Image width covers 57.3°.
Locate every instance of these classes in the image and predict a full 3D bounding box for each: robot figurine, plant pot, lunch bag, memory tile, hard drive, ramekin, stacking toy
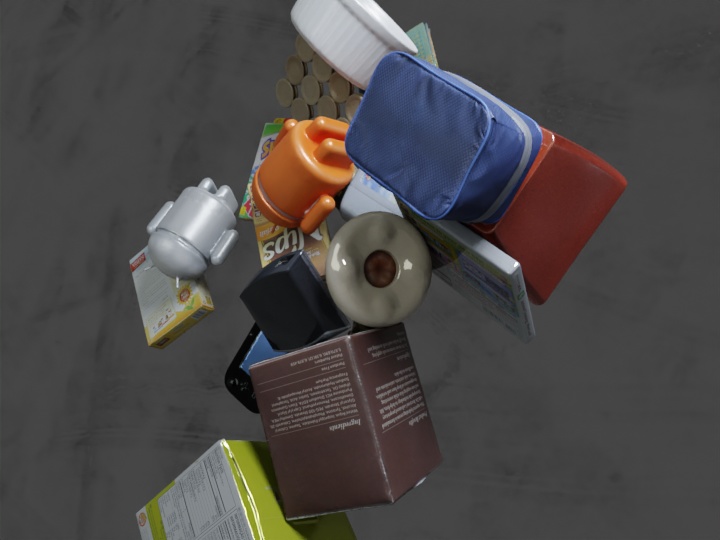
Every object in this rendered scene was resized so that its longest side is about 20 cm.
[{"bbox_3d":[-0.298,-0.066,1.168,0.168,0.113,0.201,21,66,21],"label":"robot figurine"},{"bbox_3d":[0.186,-0.107,0.843,0.199,0.176,0.201,39,97,35],"label":"plant pot"},{"bbox_3d":[0.089,-0.145,0.733,0.200,0.131,0.137,45,117,33],"label":"lunch bag"},{"bbox_3d":[-0.065,-0.284,1.098,0.201,0.017,0.154,54,138,18],"label":"memory tile"},{"bbox_3d":[-0.102,0.053,0.936,0.136,0.042,0.199,58,148,-5],"label":"hard drive"},{"bbox_3d":[-0.014,-0.373,1.023,0.098,0.199,0.202,-44,56,21],"label":"ramekin"},{"bbox_3d":[0.000,0.000,0.915,0.200,0.145,0.148,176,112,-72],"label":"stacking toy"},{"bbox_3d":[-0.088,-0.143,0.987,0.144,0.117,0.200,45,127,-7],"label":"robot figurine"}]

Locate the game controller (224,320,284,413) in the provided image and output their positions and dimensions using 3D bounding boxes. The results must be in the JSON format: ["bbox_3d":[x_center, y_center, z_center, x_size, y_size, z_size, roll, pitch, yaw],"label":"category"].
[{"bbox_3d":[-0.143,0.129,1.069,0.104,0.042,0.201,34,96,36],"label":"game controller"}]

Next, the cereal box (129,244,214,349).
[{"bbox_3d":[-0.360,0.025,1.245,0.143,0.039,0.202,-34,59,19],"label":"cereal box"}]

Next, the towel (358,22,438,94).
[{"bbox_3d":[0.066,-0.288,1.075,0.145,0.022,0.202,-21,66,27],"label":"towel"}]

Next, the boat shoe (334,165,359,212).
[{"bbox_3d":[-0.032,-0.152,1.064,0.072,0.076,0.201,-48,65,31],"label":"boat shoe"}]

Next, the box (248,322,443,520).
[{"bbox_3d":[-0.017,0.190,0.862,0.163,0.165,0.203,-19,82,27],"label":"box"}]

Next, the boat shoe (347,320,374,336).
[{"bbox_3d":[0.025,0.068,0.963,0.073,0.063,0.202,35,95,36],"label":"boat shoe"}]

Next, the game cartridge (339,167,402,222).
[{"bbox_3d":[0.066,-0.133,0.968,0.133,0.042,0.201,35,76,18],"label":"game cartridge"}]

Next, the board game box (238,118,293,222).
[{"bbox_3d":[-0.152,-0.183,1.183,0.095,0.030,0.203,9,78,35],"label":"board game box"}]

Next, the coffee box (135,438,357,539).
[{"bbox_3d":[-0.146,0.369,0.892,0.198,0.199,0.201,-42,56,20],"label":"coffee box"}]

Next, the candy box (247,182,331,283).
[{"bbox_3d":[-0.109,-0.060,1.073,0.114,0.055,0.202,-15,64,1],"label":"candy box"}]

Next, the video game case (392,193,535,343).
[{"bbox_3d":[0.135,-0.007,0.845,0.022,0.183,0.200,-43,54,-9],"label":"video game case"}]
